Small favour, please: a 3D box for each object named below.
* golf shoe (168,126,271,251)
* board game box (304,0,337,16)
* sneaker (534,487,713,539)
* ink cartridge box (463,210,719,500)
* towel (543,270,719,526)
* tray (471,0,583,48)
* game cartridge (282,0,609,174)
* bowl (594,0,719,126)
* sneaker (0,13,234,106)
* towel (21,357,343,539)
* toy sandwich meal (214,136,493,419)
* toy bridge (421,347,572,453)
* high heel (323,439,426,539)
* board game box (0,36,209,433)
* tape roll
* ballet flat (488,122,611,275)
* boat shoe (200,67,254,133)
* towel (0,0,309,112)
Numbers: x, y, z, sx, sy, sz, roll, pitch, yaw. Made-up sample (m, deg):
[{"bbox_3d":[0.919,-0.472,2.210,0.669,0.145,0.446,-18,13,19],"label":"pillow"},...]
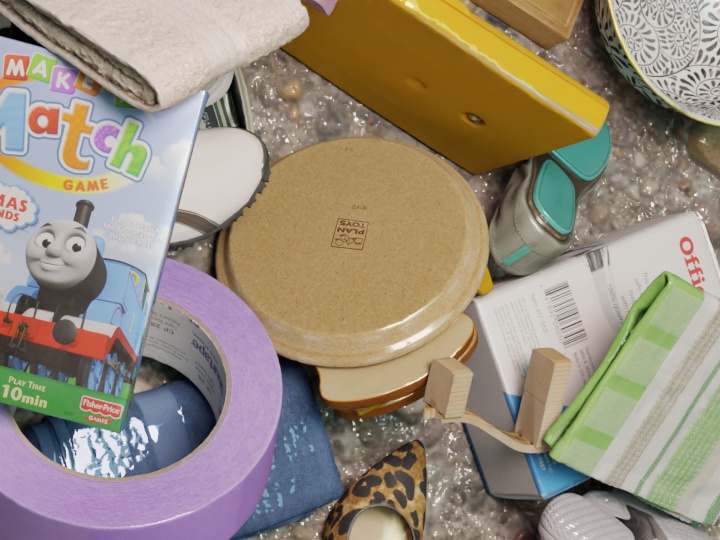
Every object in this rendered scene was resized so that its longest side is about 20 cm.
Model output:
[{"bbox_3d":[-0.146,-0.058,1.081,0.198,0.095,0.078,-16,64,-18],"label":"golf shoe"},{"bbox_3d":[-0.049,-0.293,1.069,0.199,0.043,0.200,33,93,11],"label":"board game box"},{"bbox_3d":[0.170,0.218,1.258,0.199,0.075,0.114,9,117,-51],"label":"sneaker"},{"bbox_3d":[0.167,0.059,1.268,0.199,0.086,0.148,-21,93,-26],"label":"ink cartridge box"},{"bbox_3d":[0.221,0.090,1.211,0.199,0.031,0.150,27,98,-43],"label":"towel"},{"bbox_3d":[0.084,-0.258,1.296,0.199,0.037,0.099,29,73,-20],"label":"tray"},{"bbox_3d":[0.044,-0.138,1.185,0.199,0.176,0.033,33,73,-18],"label":"game cartridge"},{"bbox_3d":[0.245,-0.199,1.331,0.199,0.094,0.203,4,82,-25],"label":"bowl"},{"bbox_3d":[-0.176,-0.136,1.060,0.198,0.080,0.074,-1,88,-3],"label":"sneaker"},{"bbox_3d":[-0.117,0.129,1.148,0.199,0.048,0.113,-13,85,-24],"label":"towel"},{"bbox_3d":[0.000,0.000,1.184,0.203,0.070,0.207,-4,55,5],"label":"toy sandwich meal"},{"bbox_3d":[0.120,0.086,1.168,0.199,0.027,0.068,-3,114,-35],"label":"toy bridge"},{"bbox_3d":[0.021,0.200,1.151,0.071,0.142,0.201,32,72,-18],"label":"high heel"},{"bbox_3d":[-0.183,-0.024,1.009,0.150,0.037,0.202,14,91,-2],"label":"board game box"},{"bbox_3d":[-0.149,0.085,1.075,0.198,0.066,0.201,5,52,-6],"label":"tape roll"},{"bbox_3d":[0.129,-0.061,1.265,0.067,0.064,0.200,44,32,-8],"label":"ballet flat"},{"bbox_3d":[-0.109,-0.149,1.178,0.072,0.062,0.202,-21,93,-25],"label":"boat shoe"},{"bbox_3d":[-0.140,-0.168,1.022,0.199,0.035,0.132,34,47,24],"label":"towel"}]
